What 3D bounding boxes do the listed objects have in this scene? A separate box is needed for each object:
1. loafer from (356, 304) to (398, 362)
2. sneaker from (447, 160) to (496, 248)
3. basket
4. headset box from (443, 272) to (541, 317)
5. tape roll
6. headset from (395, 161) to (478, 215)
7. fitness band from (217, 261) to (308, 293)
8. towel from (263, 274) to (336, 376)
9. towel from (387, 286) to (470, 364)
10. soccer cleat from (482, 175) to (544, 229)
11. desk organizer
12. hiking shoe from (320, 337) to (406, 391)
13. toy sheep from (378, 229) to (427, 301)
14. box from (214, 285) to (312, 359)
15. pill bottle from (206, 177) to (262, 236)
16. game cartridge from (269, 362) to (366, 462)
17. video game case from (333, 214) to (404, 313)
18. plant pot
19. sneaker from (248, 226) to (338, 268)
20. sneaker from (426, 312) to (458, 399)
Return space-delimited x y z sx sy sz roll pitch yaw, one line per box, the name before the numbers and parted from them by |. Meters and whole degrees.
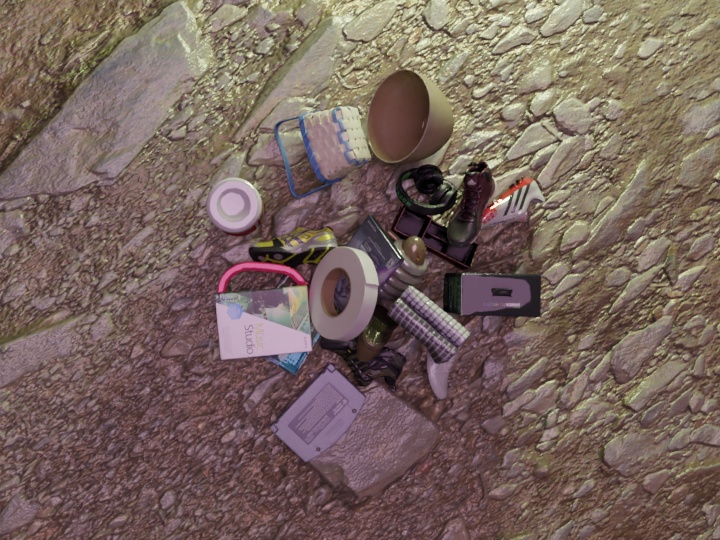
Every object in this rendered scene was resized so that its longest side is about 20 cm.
loafer | 0.028 0.135 1.667 0.076 0.200 0.067 38 113 3
sneaker | 0.233 -0.155 1.664 0.076 0.116 0.200 13 63 23
basket | -0.087 -0.266 1.686 0.200 0.139 0.177 -14 93 23
headset box | 0.285 0.052 1.675 0.174 0.200 0.093 1 90 -4
tape roll | -0.039 0.049 1.632 0.037 0.203 0.203 11 88 -37
headset | 0.174 -0.192 1.708 0.200 0.094 0.124 -15 58 -32
fitness band | -0.214 0.053 1.689 0.200 0.037 0.144 5 92 -5
towel | -0.156 0.117 1.726 0.147 0.022 0.200 32 87 -5
towel | 0.138 0.118 1.607 0.166 0.200 0.086 39 85 8
soccer cleat | 0.331 -0.132 1.748 0.200 0.069 0.085 -38 89 -9
desk organizer | 0.170 -0.075 1.727 0.200 0.077 0.072 27 88 -4
hiking shoe | 0.000 0.207 1.711 0.200 0.076 0.101 17 85 -5
toy sheep | 0.071 -0.002 1.693 0.138 0.138 0.200 41 122 -3
box | -0.208 0.112 1.656 0.200 0.036 0.145 -6 93 -5
pill bottle | -0.262 -0.130 1.628 0.112 0.200 0.112 0 89 -5
game cartridge | -0.089 0.324 1.723 0.133 0.042 0.200 45 86 -8
video game case | 0.000 0.000 1.657 0.200 0.019 0.143 -52 51 24
plant pot | 0.127 -0.328 1.687 0.134 0.200 0.201 4 89 -41
sneaker | -0.149 -0.053 1.713 0.200 0.075 0.076 -3 56 0
sneaker | 0.186 0.191 1.723 0.080 0.070 0.201 -5 91 9
